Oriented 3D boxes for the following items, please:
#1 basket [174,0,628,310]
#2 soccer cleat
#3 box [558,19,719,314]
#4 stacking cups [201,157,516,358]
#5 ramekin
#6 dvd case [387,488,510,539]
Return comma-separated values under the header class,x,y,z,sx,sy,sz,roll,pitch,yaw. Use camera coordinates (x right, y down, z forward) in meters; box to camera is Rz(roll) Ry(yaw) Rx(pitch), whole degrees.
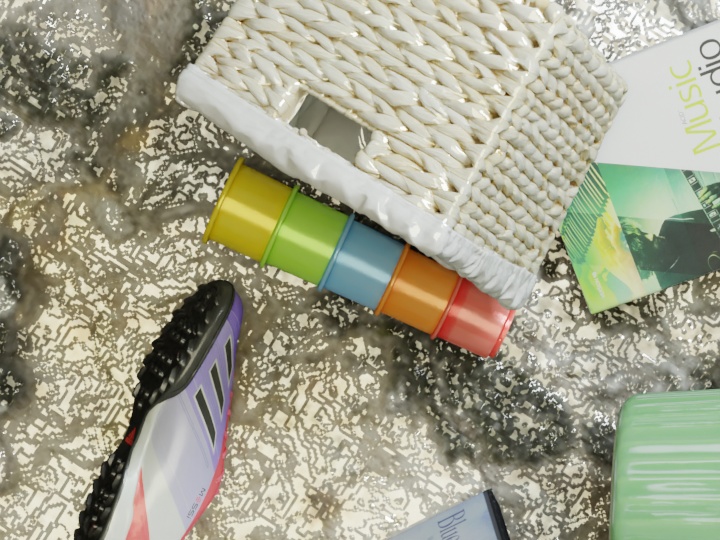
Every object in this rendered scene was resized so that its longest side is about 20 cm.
class,x,y,z,sx,sy,sz,roll,pitch,yaw
basket,0.033,-0.102,1.633,0.198,0.200,0.161,32,90,21
soccer cleat,-0.112,0.104,1.745,0.073,0.068,0.201,24,91,-22
box,0.208,-0.072,1.695,0.199,0.036,0.145,-21,92,24
stacking cups,0.000,0.000,1.727,0.199,0.061,0.061,27,95,1
ramekin,0.205,0.165,1.662,0.097,0.200,0.201,0,94,11
dvd case,0.005,0.213,1.700,0.199,0.143,0.018,-27,110,4
